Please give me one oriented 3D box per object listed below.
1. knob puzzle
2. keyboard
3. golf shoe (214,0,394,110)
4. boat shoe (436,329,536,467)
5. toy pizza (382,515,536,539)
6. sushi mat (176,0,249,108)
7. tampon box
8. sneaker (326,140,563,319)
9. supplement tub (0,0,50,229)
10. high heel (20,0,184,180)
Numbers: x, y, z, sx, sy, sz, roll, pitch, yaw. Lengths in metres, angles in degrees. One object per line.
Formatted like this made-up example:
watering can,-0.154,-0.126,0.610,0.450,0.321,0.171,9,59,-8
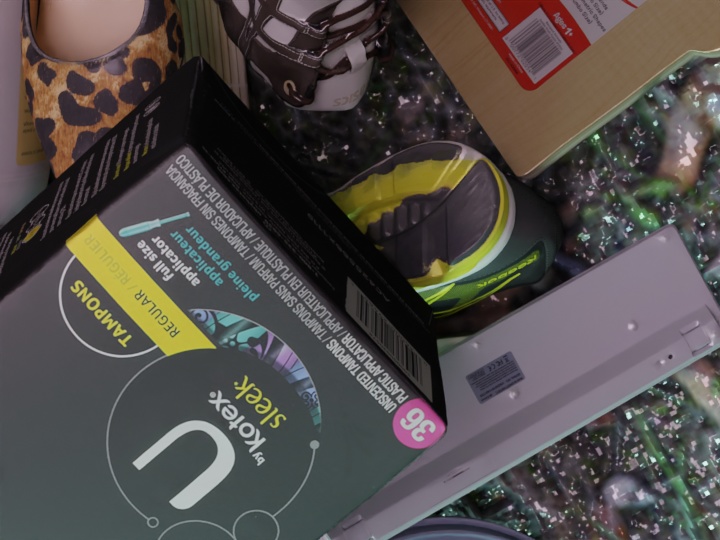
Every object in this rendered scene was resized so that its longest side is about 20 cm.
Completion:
knob puzzle,0.100,-0.165,1.110,0.218,0.030,0.221,-4,80,23
keyboard,0.060,0.052,1.118,0.199,0.011,0.056,-29,85,-9
golf shoe,-0.009,-0.114,1.090,0.077,0.200,0.095,-26,98,-12
boat shoe,-0.022,0.065,1.166,0.200,0.072,0.061,-7,91,16
toy pizza,0.029,0.205,1.140,0.199,0.032,0.202,0,91,-24
sushi mat,-0.098,-0.122,1.198,0.095,0.012,0.201,-3,96,18
tampon box,-0.089,0.049,1.027,0.200,0.126,0.150,-41,104,12
sneaker,0.000,0.000,1.150,0.199,0.084,0.075,-9,71,40
supplement tub,-0.205,-0.096,1.166,0.145,0.145,0.201,7,100,17
high heel,-0.121,-0.139,1.070,0.071,0.143,0.201,-2,64,18
